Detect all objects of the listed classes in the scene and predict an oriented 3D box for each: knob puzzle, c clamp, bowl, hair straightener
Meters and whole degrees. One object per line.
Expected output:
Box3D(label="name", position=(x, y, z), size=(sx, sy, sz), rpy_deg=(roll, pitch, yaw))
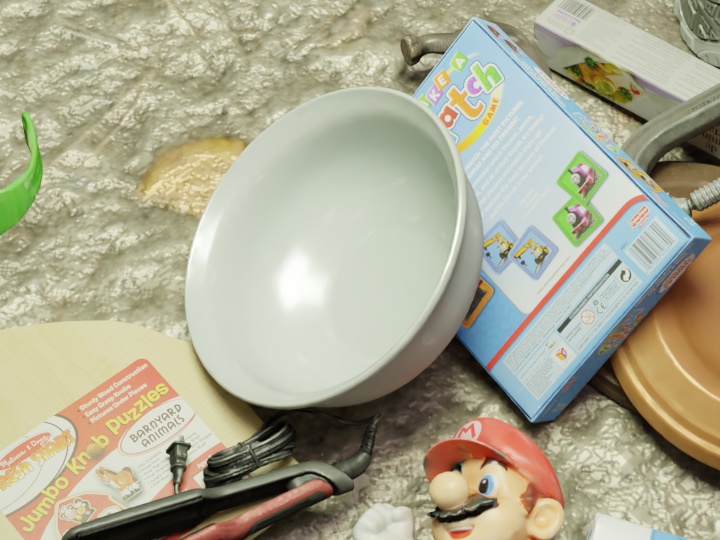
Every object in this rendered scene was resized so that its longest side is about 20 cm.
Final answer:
Box3D(label="knob puzzle", position=(-0.157, 0.111, 1.122), size=(0.219, 0.030, 0.220), rpy_deg=(2, 57, -3))
Box3D(label="c clamp", position=(0.240, -0.078, 1.172), size=(0.200, 0.027, 0.171), rpy_deg=(-25, 34, 22))
Box3D(label="bowl", position=(0.000, 0.000, 1.144), size=(0.201, 0.090, 0.201), rpy_deg=(-19, 57, 31))
Box3D(label="hair straightener", position=(-0.078, 0.116, 1.082), size=(0.200, 0.041, 0.077), rpy_deg=(-25, 63, -20))

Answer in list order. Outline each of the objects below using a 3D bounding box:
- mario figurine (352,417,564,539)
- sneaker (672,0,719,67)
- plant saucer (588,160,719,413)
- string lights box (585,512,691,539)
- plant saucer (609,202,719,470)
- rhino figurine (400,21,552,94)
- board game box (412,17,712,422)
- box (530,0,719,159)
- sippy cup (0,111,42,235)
Box3D(label="mario figurine", position=(0.053, 0.168, 1.058), size=(0.123, 0.106, 0.200), rpy_deg=(7, 58, 3))
Box3D(label="sneaker", position=(0.290, -0.165, 1.325), size=(0.099, 0.078, 0.200), rpy_deg=(-15, 62, -28))
Box3D(label="plant saucer", position=(0.212, 0.007, 1.223), size=(0.200, 0.029, 0.200), rpy_deg=(3, 57, -4))
Box3D(label="string lights box", position=(0.211, 0.215, 1.065), size=(0.200, 0.059, 0.103), rpy_deg=(16, 56, 6))
Box3D(label="plant saucer", position=(0.249, 0.033, 1.170), size=(0.200, 0.037, 0.201), rpy_deg=(2, 57, -3))
Box3D(label="rhino figurine", position=(0.104, -0.091, 1.247), size=(0.087, 0.060, 0.200), rpy_deg=(-18, 49, -15))
Box3D(label="board game box", position=(0.093, -0.032, 1.177), size=(0.200, 0.151, 0.037), rpy_deg=(48, 23, 23))
Box3D(label="box", position=(0.205, -0.121, 1.286), size=(0.200, 0.039, 0.041), rpy_deg=(31, 59, 23))
Box3D(label="sippy cup", position=(-0.294, -0.063, 1.175), size=(0.178, 0.140, 0.131), rpy_deg=(19, 39, -29))
